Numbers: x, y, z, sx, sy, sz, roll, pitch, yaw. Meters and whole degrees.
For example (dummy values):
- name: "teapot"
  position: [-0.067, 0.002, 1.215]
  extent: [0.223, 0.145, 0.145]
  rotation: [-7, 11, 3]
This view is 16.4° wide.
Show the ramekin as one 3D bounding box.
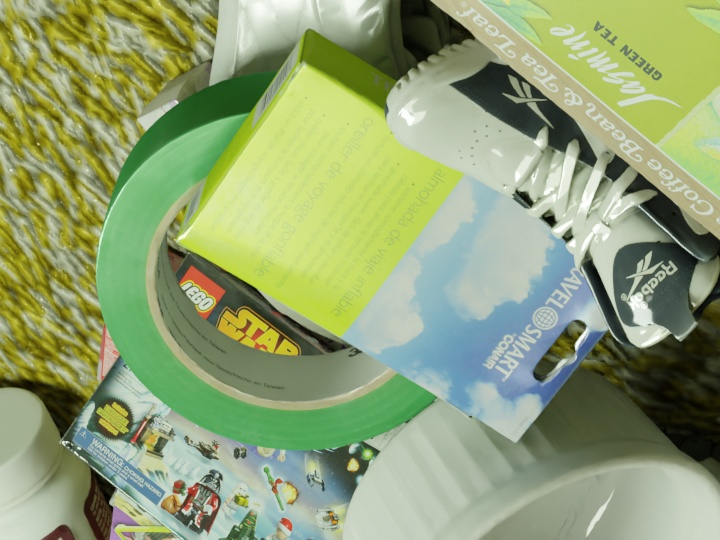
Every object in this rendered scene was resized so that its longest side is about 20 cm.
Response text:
- name: "ramekin"
  position: [0.087, 0.144, 1.326]
  extent: [0.098, 0.200, 0.201]
  rotation: [54, 157, 41]

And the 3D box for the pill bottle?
- name: "pill bottle"
  position: [-0.222, 0.186, 1.706]
  extent: [0.114, 0.114, 0.201]
  rotation: [4, 131, 33]

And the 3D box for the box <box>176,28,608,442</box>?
- name: "box"
  position: [0.026, -0.015, 1.220]
  extent: [0.199, 0.048, 0.122]
  rotation: [31, 117, -12]

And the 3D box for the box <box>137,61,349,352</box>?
- name: "box"
  position: [-0.045, -0.028, 1.422]
  extent: [0.041, 0.039, 0.200]
  rotation: [-19, 116, 48]

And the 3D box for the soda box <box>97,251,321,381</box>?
- name: "soda box"
  position: [-0.055, 0.066, 1.498]
  extent: [0.199, 0.070, 0.064]
  rotation: [25, 138, 13]

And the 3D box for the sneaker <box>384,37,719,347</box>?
- name: "sneaker"
  position: [0.110, -0.029, 1.140]
  extent: [0.198, 0.130, 0.080]
  rotation: [16, 134, -34]

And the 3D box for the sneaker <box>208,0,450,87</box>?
- name: "sneaker"
  position: [-0.014, -0.099, 1.303]
  extent: [0.115, 0.074, 0.201]
  rotation: [24, 139, 19]

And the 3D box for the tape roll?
- name: "tape roll"
  position: [-0.035, -0.003, 1.288]
  extent: [0.199, 0.048, 0.201]
  rotation: [2, 121, 3]

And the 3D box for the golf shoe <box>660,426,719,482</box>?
- name: "golf shoe"
  position: [0.193, 0.180, 1.417]
  extent: [0.077, 0.088, 0.201]
  rotation: [8, 132, 33]

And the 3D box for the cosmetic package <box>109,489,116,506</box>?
- name: "cosmetic package"
  position: [-0.047, 0.161, 1.576]
  extent: [0.200, 0.090, 0.107]
  rotation: [36, 144, -4]

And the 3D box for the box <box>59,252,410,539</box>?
- name: "box"
  position: [-0.055, 0.102, 1.430]
  extent: [0.200, 0.137, 0.040]
  rotation: [36, -174, 13]

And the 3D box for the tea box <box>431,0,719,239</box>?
- name: "tea box"
  position: [0.173, -0.143, 1.073]
  extent: [0.200, 0.134, 0.197]
  rotation: [38, 142, -3]

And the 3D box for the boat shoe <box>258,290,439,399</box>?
- name: "boat shoe"
  position: [0.000, 0.000, 1.372]
  extent: [0.200, 0.069, 0.072]
  rotation: [30, 101, -26]

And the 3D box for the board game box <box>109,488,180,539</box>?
- name: "board game box"
  position: [-0.066, 0.189, 1.506]
  extent: [0.200, 0.032, 0.120]
  rotation: [36, 143, 14]
